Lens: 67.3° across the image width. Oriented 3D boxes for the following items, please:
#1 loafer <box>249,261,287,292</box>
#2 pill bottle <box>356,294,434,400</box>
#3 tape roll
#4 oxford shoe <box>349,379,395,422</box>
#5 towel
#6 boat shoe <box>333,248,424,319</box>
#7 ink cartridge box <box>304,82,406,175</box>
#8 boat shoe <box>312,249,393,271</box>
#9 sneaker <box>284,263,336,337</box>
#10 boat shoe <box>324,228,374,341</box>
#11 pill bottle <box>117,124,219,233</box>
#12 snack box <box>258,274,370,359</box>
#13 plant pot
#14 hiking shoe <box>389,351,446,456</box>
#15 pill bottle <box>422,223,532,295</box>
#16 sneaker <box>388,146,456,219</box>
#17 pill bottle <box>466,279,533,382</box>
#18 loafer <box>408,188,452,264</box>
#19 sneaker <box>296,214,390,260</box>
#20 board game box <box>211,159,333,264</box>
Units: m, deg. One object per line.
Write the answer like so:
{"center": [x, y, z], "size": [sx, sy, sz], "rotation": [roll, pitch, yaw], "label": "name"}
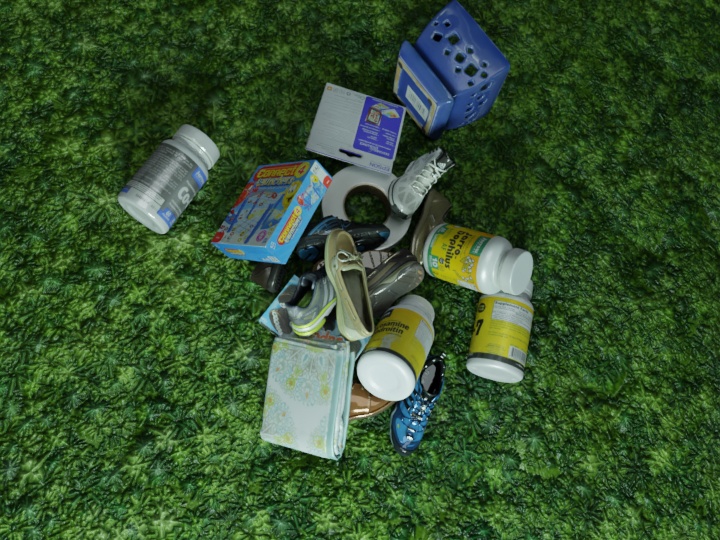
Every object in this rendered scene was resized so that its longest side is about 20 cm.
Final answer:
{"center": [-0.173, -0.058, 1.092], "size": [0.070, 0.073, 0.203], "rotation": [12, 67, 6], "label": "loafer"}
{"center": [0.076, 0.137, 1.021], "size": [0.111, 0.113, 0.201], "rotation": [31, 41, 2], "label": "pill bottle"}
{"center": [0.013, -0.131, 1.165], "size": [0.199, 0.037, 0.207], "rotation": [3, 72, -9], "label": "tape roll"}
{"center": [0.000, 0.234, 1.019], "size": [0.197, 0.071, 0.072], "rotation": [-21, 107, -16], "label": "oxford shoe"}
{"center": [-0.096, 0.220, 0.975], "size": [0.169, 0.048, 0.204], "rotation": [4, 83, 33], "label": "towel"}
{"center": [0.031, 0.031, 1.037], "size": [0.198, 0.074, 0.074], "rotation": [-33, 51, 15], "label": "boat shoe"}
{"center": [-0.010, -0.307, 1.201], "size": [0.195, 0.044, 0.203], "rotation": [16, 62, -4], "label": "ink cartridge box"}
{"center": [0.000, 0.000, 1.104], "size": [0.196, 0.065, 0.073], "rotation": [-1, 80, -6], "label": "boat shoe"}
{"center": [-0.067, 0.023, 0.998], "size": [0.073, 0.081, 0.201], "rotation": [17, 61, 30], "label": "sneaker"}
{"center": [-0.015, 0.020, 0.962], "size": [0.072, 0.063, 0.205], "rotation": [4, 74, -38], "label": "boat shoe"}
{"center": [-0.376, -0.185, 1.078], "size": [0.113, 0.114, 0.202], "rotation": [31, 71, 2], "label": "pill bottle"}
{"center": [-0.089, 0.117, 1.069], "size": [0.199, 0.037, 0.117], "rotation": [37, 71, 3], "label": "snack box"}
{"center": [0.186, -0.426, 1.207], "size": [0.179, 0.200, 0.201], "rotation": [-35, 80, -10], "label": "plant pot"}
{"center": [0.108, 0.251, 1.032], "size": [0.073, 0.087, 0.203], "rotation": [20, 71, -2], "label": "hiking shoe"}
{"center": [0.229, -0.019, 1.062], "size": [0.198, 0.113, 0.113], "rotation": [20, 64, 42], "label": "pill bottle"}
{"center": [0.131, -0.198, 1.130], "size": [0.075, 0.115, 0.202], "rotation": [41, 47, -13], "label": "sneaker"}
{"center": [0.286, 0.112, 1.091], "size": [0.112, 0.114, 0.203], "rotation": [17, 70, -3], "label": "pill bottle"}
{"center": [0.148, -0.083, 1.150], "size": [0.066, 0.076, 0.203], "rotation": [18, 71, 4], "label": "loafer"}
{"center": [-0.036, -0.080, 1.084], "size": [0.196, 0.074, 0.083], "rotation": [-7, 60, -17], "label": "sneaker"}
{"center": [-0.174, -0.115, 1.051], "size": [0.056, 0.198, 0.198], "rotation": [43, 65, -38], "label": "board game box"}
